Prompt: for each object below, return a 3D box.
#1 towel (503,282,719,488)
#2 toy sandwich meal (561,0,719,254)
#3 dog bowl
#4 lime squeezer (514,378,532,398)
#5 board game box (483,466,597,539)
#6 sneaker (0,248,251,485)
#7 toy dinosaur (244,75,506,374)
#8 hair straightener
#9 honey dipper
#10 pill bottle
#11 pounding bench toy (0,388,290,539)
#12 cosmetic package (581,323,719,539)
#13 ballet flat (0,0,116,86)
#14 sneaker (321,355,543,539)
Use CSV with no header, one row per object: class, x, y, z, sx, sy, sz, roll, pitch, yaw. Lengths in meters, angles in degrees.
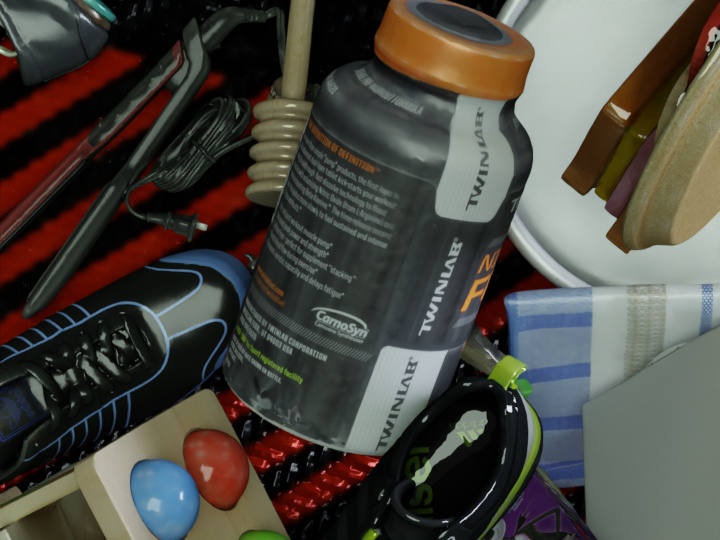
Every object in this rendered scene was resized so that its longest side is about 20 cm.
towel,0.169,0.057,1.414,0.200,0.147,0.024,-1,50,2
toy sandwich meal,0.154,-0.094,1.296,0.070,0.205,0.205,35,92,13
dog bowl,0.152,-0.073,1.430,0.200,0.079,0.200,0,91,0
lime squeezer,0.032,0.112,1.444,0.200,0.071,0.038,-41,86,31
board game box,0.032,0.186,1.352,0.032,0.120,0.200,38,97,-25
sneaker,-0.141,0.056,1.426,0.200,0.078,0.070,-31,92,9
toy dinosaur,0.000,0.000,1.452,0.088,0.047,0.200,-36,94,-5
hair straightener,-0.100,-0.050,1.458,0.077,0.041,0.200,43,87,-1
honey dipper,-0.030,-0.130,1.433,0.038,0.038,0.200,4,76,0
pill bottle,0.015,-0.024,1.360,0.106,0.106,0.200,20,110,0
pounding bench toy,-0.097,0.181,1.389,0.156,0.124,0.200,-27,91,26
cosmetic package,0.165,0.129,1.329,0.081,0.200,0.113,34,132,-30
ballet flat,-0.207,-0.168,1.437,0.073,0.073,0.200,-43,93,1
sneaker,0.011,0.122,1.316,0.072,0.083,0.200,29,79,15
